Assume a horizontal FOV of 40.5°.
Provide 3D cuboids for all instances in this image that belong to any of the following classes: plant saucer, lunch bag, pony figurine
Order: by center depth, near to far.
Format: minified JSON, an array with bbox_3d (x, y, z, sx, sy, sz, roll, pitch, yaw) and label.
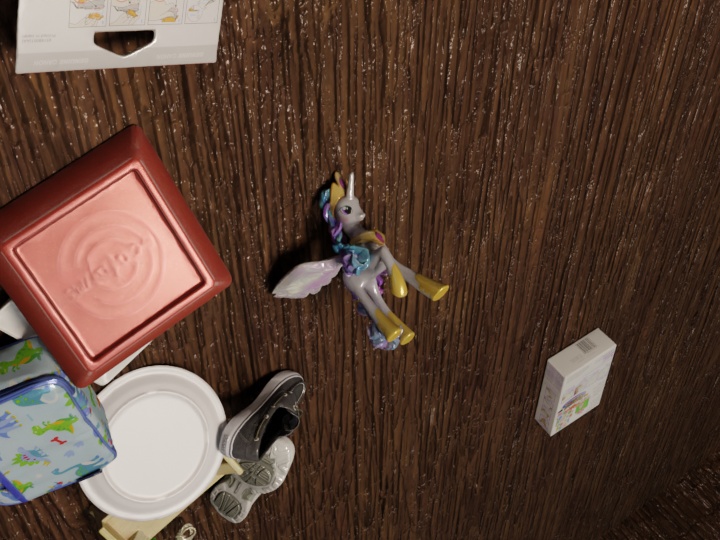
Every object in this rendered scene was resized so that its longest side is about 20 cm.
[{"bbox_3d":[-0.250,-0.007,0.977,0.198,0.037,0.202,-35,116,-13],"label":"plant saucer"},{"bbox_3d":[-0.367,0.171,1.063,0.159,0.083,0.201,-20,142,-8],"label":"lunch bag"},{"bbox_3d":[0.000,0.000,1.220,0.165,0.201,0.194,-23,157,-38],"label":"pony figurine"}]

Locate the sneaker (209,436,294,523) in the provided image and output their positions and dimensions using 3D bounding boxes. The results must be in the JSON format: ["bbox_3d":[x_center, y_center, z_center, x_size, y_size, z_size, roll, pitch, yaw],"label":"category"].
[{"bbox_3d":[-0.148,0.280,1.416,0.200,0.078,0.100,-46,-178,40],"label":"sneaker"}]

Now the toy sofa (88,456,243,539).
[{"bbox_3d":[-0.265,0.288,1.323,0.199,0.098,0.083,-40,121,-6],"label":"toy sofa"}]

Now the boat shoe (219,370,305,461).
[{"bbox_3d":[-0.114,0.199,1.321,0.200,0.065,0.071,-34,135,-61],"label":"boat shoe"}]

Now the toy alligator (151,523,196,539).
[{"bbox_3d":[-0.332,0.409,1.393,0.198,0.060,0.054,-17,179,-36],"label":"toy alligator"}]

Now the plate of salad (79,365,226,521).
[{"bbox_3d":[-0.264,0.216,1.231,0.197,0.048,0.204,-6,102,-28],"label":"plate of salad"}]

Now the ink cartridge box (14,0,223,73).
[{"bbox_3d":[-0.203,-0.264,0.834,0.198,0.045,0.178,-13,134,-37],"label":"ink cartridge box"}]

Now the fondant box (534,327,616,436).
[{"bbox_3d":[0.436,0.230,1.991,0.143,0.058,0.202,-27,141,-24],"label":"fondant box"}]

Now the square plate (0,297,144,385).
[{"bbox_3d":[-0.273,0.019,1.069,0.200,0.028,0.198,-44,145,-1],"label":"square plate"}]
